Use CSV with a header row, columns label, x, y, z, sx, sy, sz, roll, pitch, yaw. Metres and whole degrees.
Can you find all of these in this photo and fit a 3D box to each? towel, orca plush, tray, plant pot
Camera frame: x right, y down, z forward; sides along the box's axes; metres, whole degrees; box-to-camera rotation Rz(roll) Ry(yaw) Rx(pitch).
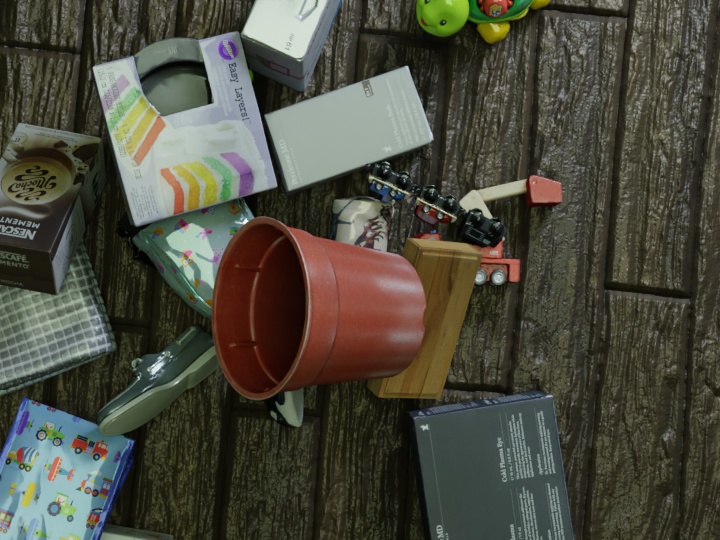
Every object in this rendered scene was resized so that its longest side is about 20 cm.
label,x,y,z,sx,sy,sz,roll,pitch,yaw
towel,-0.424,0.059,1.588,0.197,0.086,0.168,-20,88,-3
orca plush,-0.120,0.111,1.584,0.070,0.202,0.106,0,44,13
tray,0.081,0.063,1.584,0.097,0.037,0.203,4,109,-32
plant pot,-0.041,0.048,1.460,0.193,0.199,0.205,5,87,-38

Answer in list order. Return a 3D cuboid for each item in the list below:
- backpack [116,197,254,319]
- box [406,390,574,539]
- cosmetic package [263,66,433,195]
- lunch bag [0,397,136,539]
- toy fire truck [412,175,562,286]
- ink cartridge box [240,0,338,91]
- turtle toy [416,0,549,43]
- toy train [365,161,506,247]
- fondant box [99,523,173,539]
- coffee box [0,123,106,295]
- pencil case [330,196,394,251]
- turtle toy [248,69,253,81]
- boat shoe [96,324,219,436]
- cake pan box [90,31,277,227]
label,x,y,z,sx,sy,sz,roll,pitch,yaw
backpack,-0.192,-0.026,1.582,0.166,0.127,0.201,-38,93,-7
box,0.162,0.267,1.601,0.179,0.104,0.204,-8,88,-4
cosmetic package,-0.019,-0.178,1.615,0.197,0.090,0.108,-21,92,-6
lunch bag,-0.382,0.284,1.545,0.148,0.094,0.202,21,64,-2
toy fire truck,0.160,-0.052,1.638,0.196,0.049,0.144,2,88,-2
ink cartridge box,-0.080,-0.319,1.559,0.084,0.200,0.147,23,87,-2
turtle toy,0.156,-0.371,1.614,0.199,0.101,0.146,-38,90,-3
toy train,0.091,-0.080,1.587,0.198,0.034,0.046,26,105,-8
fondant box,-0.347,0.396,1.595,0.196,0.058,0.147,10,87,-3
coffee box,-0.395,-0.077,1.539,0.111,0.080,0.202,10,49,2
pencil case,0.000,0.000,1.614,0.088,0.078,0.204,5,88,-19
turtle toy,-0.225,-0.204,1.572,0.200,0.146,0.101,-43,85,-4
boat shoe,-0.257,0.135,1.577,0.199,0.073,0.062,-35,71,-33
cake pan box,-0.209,-0.172,1.493,0.181,0.052,0.203,-15,98,-14
